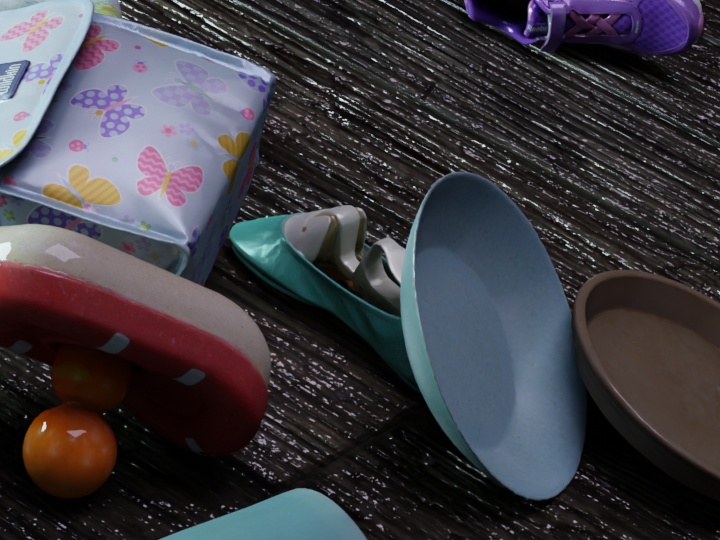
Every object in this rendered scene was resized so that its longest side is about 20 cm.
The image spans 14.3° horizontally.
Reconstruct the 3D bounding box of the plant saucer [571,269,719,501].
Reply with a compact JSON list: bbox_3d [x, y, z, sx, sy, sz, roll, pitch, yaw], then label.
[{"bbox_3d":[0.211,0.078,1.771,0.200,0.029,0.200,25,30,-16],"label":"plant saucer"}]

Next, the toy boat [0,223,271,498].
[{"bbox_3d":[-0.146,0.062,1.573,0.200,0.131,0.130,24,-16,-33],"label":"toy boat"}]

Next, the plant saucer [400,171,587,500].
[{"bbox_3d":[0.070,0.043,1.700,0.039,0.201,0.201,-18,14,29],"label":"plant saucer"}]

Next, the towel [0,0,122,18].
[{"bbox_3d":[-0.247,-0.178,1.969,0.171,0.048,0.200,9,21,-12],"label":"towel"}]

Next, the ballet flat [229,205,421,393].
[{"bbox_3d":[0.000,0.000,1.795,0.200,0.071,0.067,36,35,31],"label":"ballet flat"}]

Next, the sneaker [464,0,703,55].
[{"bbox_3d":[0.165,-0.203,2.234,0.200,0.081,0.089,17,35,10],"label":"sneaker"}]

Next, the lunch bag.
[{"bbox_3d":[-0.174,-0.069,1.733,0.200,0.127,0.170,19,49,6],"label":"lunch bag"}]

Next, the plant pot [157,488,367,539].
[{"bbox_3d":[-0.077,0.212,1.277,0.161,0.201,0.201,-12,39,-23],"label":"plant pot"}]
